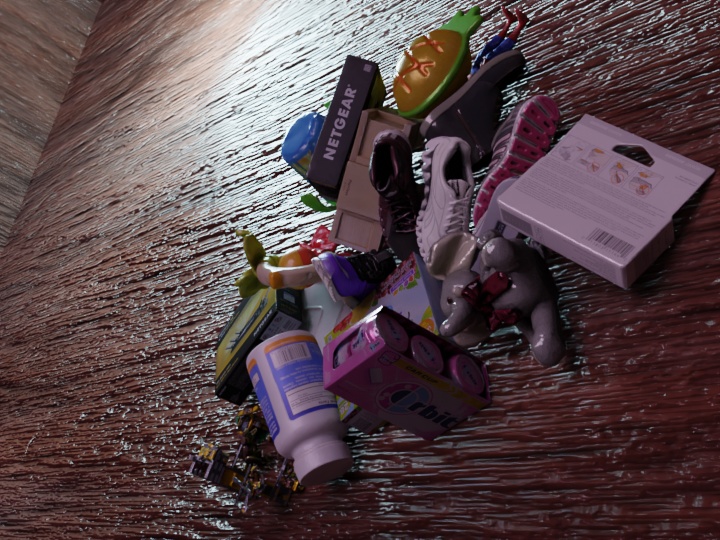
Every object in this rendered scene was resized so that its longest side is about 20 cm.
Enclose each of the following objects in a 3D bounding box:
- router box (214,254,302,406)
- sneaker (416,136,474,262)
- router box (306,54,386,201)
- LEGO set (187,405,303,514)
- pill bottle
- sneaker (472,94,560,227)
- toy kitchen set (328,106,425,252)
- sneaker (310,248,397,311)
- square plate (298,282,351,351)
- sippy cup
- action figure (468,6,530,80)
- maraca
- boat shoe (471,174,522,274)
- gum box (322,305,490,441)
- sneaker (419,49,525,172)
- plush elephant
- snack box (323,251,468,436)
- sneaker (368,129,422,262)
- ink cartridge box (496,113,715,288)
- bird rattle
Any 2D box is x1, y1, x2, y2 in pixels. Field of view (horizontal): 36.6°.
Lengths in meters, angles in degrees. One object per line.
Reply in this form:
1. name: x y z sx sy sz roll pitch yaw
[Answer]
1. router box: -0.169 0.098 1.794 0.201 0.052 0.158 -53 24 25
2. sneaker: 0.123 -0.087 1.507 0.081 0.074 0.203 180 88 -69
3. router box: -0.019 -0.216 1.711 0.157 0.052 0.203 42 -114 -81
4. LEGO set: -0.173 0.272 1.642 0.199 0.115 0.155 15 77 56
5. pill bottle: -0.082 0.197 1.549 0.112 0.111 0.202 -39 61 29
6. sneaker: 0.208 -0.147 1.500 0.087 0.073 0.202 -120 52 -76
7. toy kitchen set: 0.069 -0.130 1.679 0.180 0.161 0.203 -41 -32 -73
8. sneaker: 0.000 0.000 1.575 0.099 0.200 0.070 -34 70 6
9. square plate: -0.075 0.092 1.735 0.197 0.028 0.202 -3 63 52
10. sippy cup: -0.060 -0.198 1.847 0.140 0.130 0.179 -46 35 20
11. action figure: 0.185 -0.313 1.683 0.065 0.051 0.202 33 95 55
12. maraca: 0.119 -0.314 1.644 0.137 0.107 0.201 9 65 59
13. boat shoe: 0.177 -0.038 1.457 0.066 0.071 0.202 -32 -35 -64
14. gum box: 0.054 0.129 1.368 0.113 0.199 0.067 -37 39 32
15. sneaker: 0.191 -0.230 1.601 0.200 0.075 0.106 -42 75 -11
16. plush elephant: 0.157 0.032 1.352 0.154 0.166 0.200 -26 15 22
17. snack box: 0.045 0.103 1.526 0.200 0.067 0.170 -44 36 25
18. sneaker: 0.047 -0.094 1.538 0.075 0.203 0.116 -14 8 14
19. ink cartridge box: 0.293 -0.088 1.308 0.176 0.045 0.199 -42 48 -18
20. bird rattle: -0.094 -0.003 1.675 0.163 0.197 0.114 -143 54 -66
